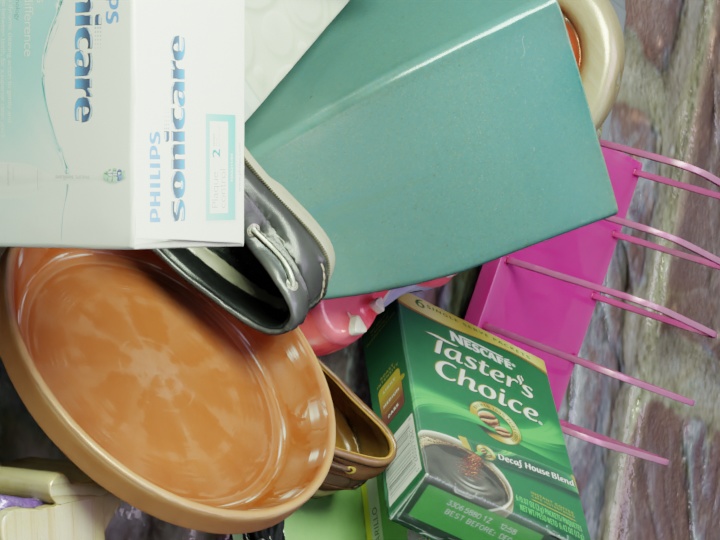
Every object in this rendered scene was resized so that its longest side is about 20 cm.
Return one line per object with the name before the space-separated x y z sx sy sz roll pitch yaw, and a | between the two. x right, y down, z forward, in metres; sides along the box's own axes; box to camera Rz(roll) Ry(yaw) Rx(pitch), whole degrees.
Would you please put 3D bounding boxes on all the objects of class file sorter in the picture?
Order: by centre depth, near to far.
file sorter | 0.168 0.018 1.596 0.139 0.125 0.201 20 89 -55

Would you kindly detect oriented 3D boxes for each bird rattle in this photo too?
bird rattle | 0.089 -0.142 1.494 0.113 0.162 0.201 26 79 -73

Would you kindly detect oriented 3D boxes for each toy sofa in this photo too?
toy sofa | -0.168 0.196 1.180 0.097 0.082 0.201 -8 98 -50

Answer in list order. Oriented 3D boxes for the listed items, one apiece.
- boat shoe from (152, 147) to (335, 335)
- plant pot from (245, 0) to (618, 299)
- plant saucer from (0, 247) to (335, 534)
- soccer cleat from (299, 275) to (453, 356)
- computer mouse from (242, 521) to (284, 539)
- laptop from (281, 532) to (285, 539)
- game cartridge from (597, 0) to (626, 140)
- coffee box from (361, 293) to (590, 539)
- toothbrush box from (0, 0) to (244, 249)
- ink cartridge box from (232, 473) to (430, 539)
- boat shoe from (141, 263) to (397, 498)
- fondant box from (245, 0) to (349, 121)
boat shoe | -0.096 -0.043 1.226 0.200 0.073 0.063 41 33 -14
plant pot | 0.014 -0.075 1.338 0.199 0.141 0.142 -24 119 -9
plant saucer | -0.101 0.050 1.209 0.200 0.032 0.201 29 35 -23
soccer cleat | 0.000 0.000 1.438 0.200 0.076 0.067 -39 110 -57
computer mouse | -0.109 0.117 1.245 0.200 0.046 0.141 46 21 -34
laptop | -0.001 0.270 1.399 0.200 0.115 0.188 50 51 -49
game cartridge | 0.132 -0.124 1.657 0.133 0.041 0.201 27 69 -58
coffee box | 0.067 0.099 1.427 0.122 0.044 0.200 27 25 -19
toothbrush box | -0.154 -0.084 1.085 0.085 0.199 0.148 -3 93 -55
ink cartridge box | 0.018 0.179 1.397 0.199 0.048 0.146 16 56 -38
boat shoe | -0.057 0.056 1.324 0.200 0.067 0.072 41 56 -29
fondant box | -0.076 -0.183 1.293 0.145 0.058 0.200 55 45 -20
